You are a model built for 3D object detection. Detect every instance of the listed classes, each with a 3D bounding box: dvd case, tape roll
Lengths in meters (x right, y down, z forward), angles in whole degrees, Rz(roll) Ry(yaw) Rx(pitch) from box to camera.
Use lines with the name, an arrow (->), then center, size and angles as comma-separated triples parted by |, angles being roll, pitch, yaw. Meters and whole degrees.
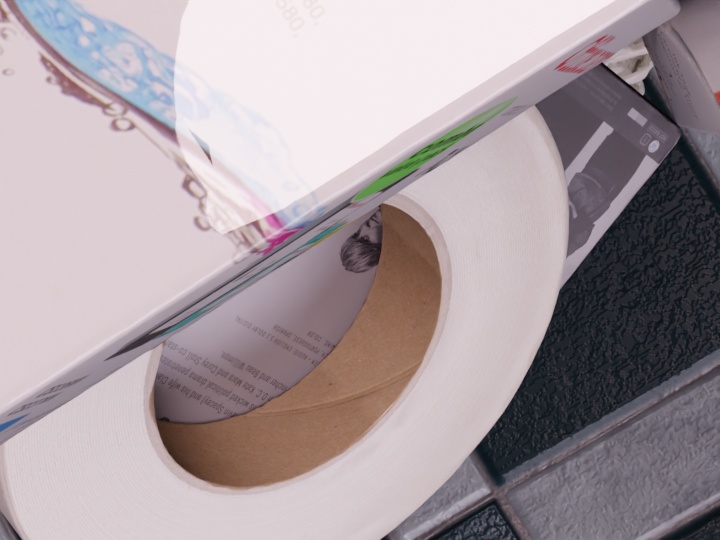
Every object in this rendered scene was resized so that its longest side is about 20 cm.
dvd case -> 0.000, 0.000, 0.868 | 0.200, 0.025, 0.150 | -52, 137, 6
tape roll -> -0.026, 0.012, 0.809 | 0.202, 0.037, 0.204 | -21, 133, -24

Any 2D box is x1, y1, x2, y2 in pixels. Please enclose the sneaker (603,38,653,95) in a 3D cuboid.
sneaker -> 0.083, -0.080, 0.961 | 0.075, 0.089, 0.200 | -5, 169, -31

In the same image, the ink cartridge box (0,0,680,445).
ink cartridge box -> -0.054, -0.064, 0.564 | 0.199, 0.147, 0.147 | -32, 179, 9

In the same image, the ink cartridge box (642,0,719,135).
ink cartridge box -> 0.170, -0.087, 0.800 | 0.161, 0.050, 0.200 | -21, -178, 1
